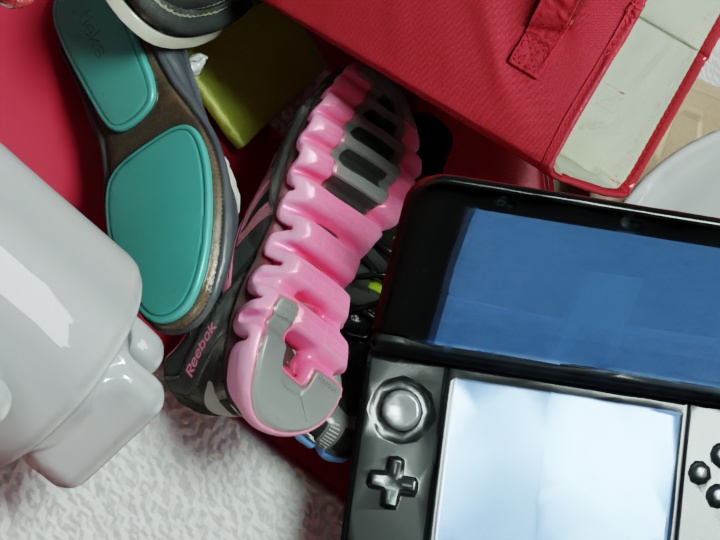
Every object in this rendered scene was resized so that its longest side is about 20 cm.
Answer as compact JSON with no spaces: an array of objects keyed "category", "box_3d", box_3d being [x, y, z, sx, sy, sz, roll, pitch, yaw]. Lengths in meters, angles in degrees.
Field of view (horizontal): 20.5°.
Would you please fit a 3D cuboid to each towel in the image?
[{"category":"towel","box_3d":[-0.098,-0.164,1.022,0.201,0.018,0.086,55,51,-13]}]

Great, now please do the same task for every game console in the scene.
[{"category":"game console","box_3d":[0.102,0.066,0.909,0.198,0.119,0.174,9,78,-4]}]

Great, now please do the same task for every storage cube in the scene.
[{"category":"storage cube","box_3d":[0.079,-0.155,0.962,0.179,0.172,0.200,32,9,17]}]

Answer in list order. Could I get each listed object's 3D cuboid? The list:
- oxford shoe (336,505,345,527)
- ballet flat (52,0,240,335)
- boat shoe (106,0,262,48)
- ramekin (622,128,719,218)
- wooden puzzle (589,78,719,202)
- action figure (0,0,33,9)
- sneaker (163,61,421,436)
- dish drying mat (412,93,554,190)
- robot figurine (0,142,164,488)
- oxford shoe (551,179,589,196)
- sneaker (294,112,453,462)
[{"category":"oxford shoe","box_3d":[0.047,0.055,1.013,0.072,0.071,0.201,20,59,5]},{"category":"ballet flat","box_3d":[-0.090,-0.056,0.937,0.073,0.073,0.201,5,54,-40]},{"category":"boat shoe","box_3d":[-0.062,-0.165,0.968,0.072,0.068,0.200,50,34,0]},{"category":"ramekin","box_3d":[0.222,0.030,1.028,0.094,0.201,0.204,31,52,-63]},{"category":"wooden puzzle","box_3d":[0.182,-0.017,1.158,0.199,0.046,0.187,8,85,-52]},{"category":"action figure","box_3d":[-0.237,-0.149,0.868,0.199,0.099,0.066,22,62,-9]},{"category":"sneaker","box_3d":[-0.039,-0.014,0.960,0.079,0.095,0.201,41,59,-33]},{"category":"dish drying mat","box_3d":[0.078,-0.005,1.081,0.076,0.018,0.202,-11,95,-21]},{"category":"robot figurine","box_3d":[-0.171,0.003,0.827,0.200,0.113,0.170,43,11,-22]},{"category":"oxford shoe","box_3d":[0.073,-0.097,1.112,0.200,0.071,0.074,52,51,-14]},{"category":"sneaker","box_3d":[0.000,0.000,1.002,0.071,0.082,0.201,34,56,-28]}]
